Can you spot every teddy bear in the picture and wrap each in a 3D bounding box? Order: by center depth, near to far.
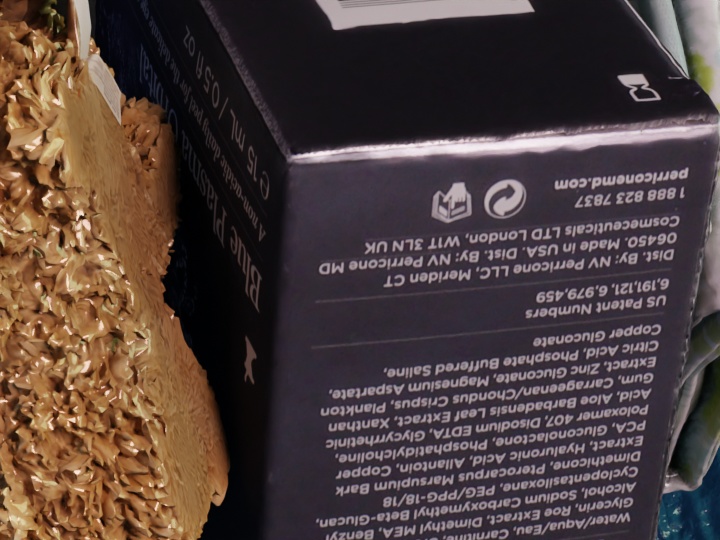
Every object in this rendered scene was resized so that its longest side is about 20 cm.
[{"bbox_3d":[-0.088,-0.023,0.689,0.145,0.066,0.201,-77,154,-56],"label":"teddy bear"}]

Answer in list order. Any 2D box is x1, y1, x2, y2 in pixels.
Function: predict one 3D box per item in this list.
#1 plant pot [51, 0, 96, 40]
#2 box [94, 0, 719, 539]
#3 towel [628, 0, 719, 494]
[{"bbox_3d":[-0.026,-0.098,0.959,0.135,0.199,0.201,-75,154,-52],"label":"plant pot"},{"bbox_3d":[0.000,0.000,0.810,0.197,0.117,0.201,-119,-152,-53],"label":"box"},{"bbox_3d":[0.084,-0.048,0.849,0.171,0.048,0.201,103,-14,-63],"label":"towel"}]
